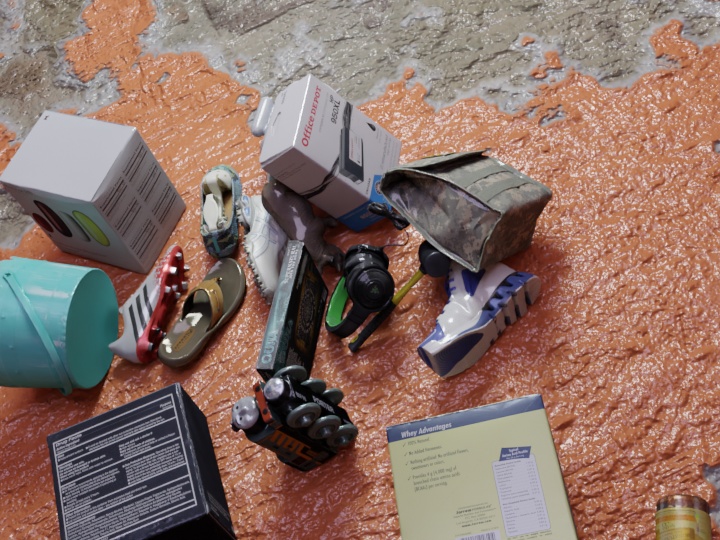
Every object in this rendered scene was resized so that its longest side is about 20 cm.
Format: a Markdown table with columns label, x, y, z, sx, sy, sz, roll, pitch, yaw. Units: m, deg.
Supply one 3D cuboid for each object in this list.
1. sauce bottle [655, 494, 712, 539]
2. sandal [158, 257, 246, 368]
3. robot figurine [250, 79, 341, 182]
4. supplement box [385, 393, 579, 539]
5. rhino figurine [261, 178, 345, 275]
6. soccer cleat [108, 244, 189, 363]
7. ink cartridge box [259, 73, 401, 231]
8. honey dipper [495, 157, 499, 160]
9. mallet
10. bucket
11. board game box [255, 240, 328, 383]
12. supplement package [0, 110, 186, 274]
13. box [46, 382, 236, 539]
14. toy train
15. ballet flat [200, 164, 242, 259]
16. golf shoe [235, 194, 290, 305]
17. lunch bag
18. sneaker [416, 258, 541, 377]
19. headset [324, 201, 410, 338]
| label | x | y | z | sx | sy | sz | roll | pitch | yaw |
| --- | --- | --- | --- | --- | --- | --- | --- | --- | --- |
| sauce bottle | 0.366 | 0.356 | 1.078 | 0.065 | 0.066 | 0.202 | -3 | 56 | 15 |
| sandal | -0.240 | 0.057 | 1.457 | 0.080 | 0.054 | 0.201 | 19 | 59 | 26 |
| robot figurine | -0.092 | -0.226 | 1.562 | 0.168 | 0.113 | 0.202 | 20 | 62 | -5 |
| supplement box | 0.149 | 0.283 | 1.148 | 0.198 | 0.135 | 0.201 | -13 | 55 | 8 |
| rhino figurine | -0.079 | -0.062 | 1.455 | 0.060 | 0.087 | 0.201 | -42 | 80 | 31 |
| soccer cleat | -0.326 | 0.047 | 1.486 | 0.084 | 0.069 | 0.202 | 6 | 65 | 15 |
| ink cartridge box | -0.041 | -0.175 | 1.453 | 0.084 | 0.199 | 0.146 | -24 | 45 | 43 |
| honey dipper | 0.120 | -0.136 | 1.490 | 0.198 | 0.038 | 0.038 | -11 | 55 | 14 |
| mallet | 0.054 | 0.042 | 1.351 | 0.200 | 0.041 | 0.066 | -51 | 17 | 4 |
| bucket | -0.456 | 0.082 | 1.424 | 0.133 | 0.208 | 0.209 | 3 | 59 | 11 |
| board game box | -0.093 | 0.078 | 1.352 | 0.028 | 0.136 | 0.202 | 1 | 58 | 17 |
| supplement package | -0.423 | -0.124 | 1.543 | 0.189 | 0.201 | 0.148 | 13 | 62 | 24 |
| box | -0.291 | 0.290 | 1.282 | 0.198 | 0.124 | 0.200 | -22 | 56 | 0 |
| toy train | -0.083 | 0.196 | 1.244 | 0.113 | 0.200 | 0.086 | -34 | 56 | 11 |
| ballet flat | -0.229 | -0.113 | 1.552 | 0.073 | 0.074 | 0.201 | -16 | 51 | 6 |
| golf shoe | -0.133 | -0.043 | 1.483 | 0.096 | 0.079 | 0.202 | -13 | 57 | -1 |
| lunch bag | 0.143 | -0.105 | 1.362 | 0.199 | 0.118 | 0.163 | 34 | 30 | 25 |
| sneaker | 0.144 | 0.051 | 1.341 | 0.199 | 0.081 | 0.115 | -38 | 51 | -17 |
| headset | 0.000 | 0.000 | 1.355 | 0.201 | 0.093 | 0.124 | -54 | 20 | 20 |
